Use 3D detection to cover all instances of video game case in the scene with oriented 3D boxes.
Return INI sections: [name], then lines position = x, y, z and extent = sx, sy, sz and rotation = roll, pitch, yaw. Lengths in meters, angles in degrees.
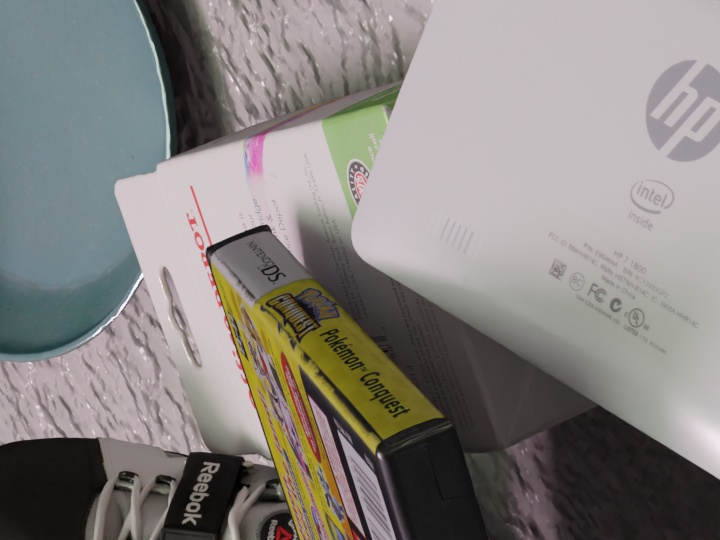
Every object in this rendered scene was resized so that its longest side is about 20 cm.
[video game case]
position = 0.014, 0.103, 0.830
extent = 0.181, 0.025, 0.201
rotation = -136, 26, -64

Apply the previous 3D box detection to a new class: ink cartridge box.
[ink cartridge box]
position = 0.000, 0.000, 0.921
extent = 0.200, 0.067, 0.118
rotation = -8, 104, 59

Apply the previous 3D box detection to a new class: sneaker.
[sneaker]
position = -0.047, 0.094, 0.961
extent = 0.089, 0.199, 0.075
rotation = 129, 152, -60

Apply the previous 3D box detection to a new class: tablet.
[tablet]
position = 0.086, -0.024, 0.745
extent = 0.199, 0.014, 0.131
rotation = 31, 106, 37

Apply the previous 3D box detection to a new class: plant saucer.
[plant saucer]
position = -0.142, -0.064, 1.092
extent = 0.199, 0.036, 0.202
rotation = 10, 106, 36
